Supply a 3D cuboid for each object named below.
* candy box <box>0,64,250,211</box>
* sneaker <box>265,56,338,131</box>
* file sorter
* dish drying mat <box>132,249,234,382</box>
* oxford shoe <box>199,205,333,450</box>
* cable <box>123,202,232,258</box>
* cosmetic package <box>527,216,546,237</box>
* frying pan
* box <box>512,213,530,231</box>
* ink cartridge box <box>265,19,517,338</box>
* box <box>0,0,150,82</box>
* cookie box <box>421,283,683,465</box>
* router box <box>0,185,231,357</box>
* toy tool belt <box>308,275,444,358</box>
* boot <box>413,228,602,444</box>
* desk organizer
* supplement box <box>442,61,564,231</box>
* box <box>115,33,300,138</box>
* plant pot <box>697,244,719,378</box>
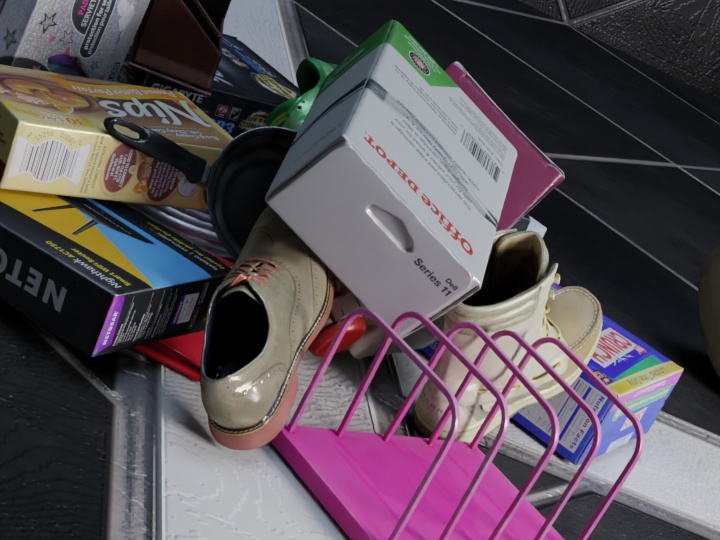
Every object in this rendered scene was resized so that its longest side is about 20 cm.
[{"bbox_3d":[-0.193,-0.097,1.281,0.199,0.056,0.115,6,25,-40],"label":"candy box"},{"bbox_3d":[-0.045,-0.093,1.436,0.083,0.074,0.201,26,48,-17],"label":"sneaker"},{"bbox_3d":[0.072,0.112,1.186,0.199,0.126,0.139,11,26,-43],"label":"file sorter"},{"bbox_3d":[-0.122,0.027,1.297,0.076,0.018,0.200,27,18,-4],"label":"dish drying mat"},{"bbox_3d":[-0.062,0.018,1.173,0.070,0.075,0.201,-2,50,14],"label":"oxford shoe"},{"bbox_3d":[-0.144,-0.082,1.474,0.199,0.070,0.200,30,18,3],"label":"cable"},{"bbox_3d":[0.076,-0.073,1.805,0.199,0.052,0.150,36,23,21],"label":"cosmetic package"},{"bbox_3d":[-0.094,-0.047,1.254,0.188,0.116,0.031,0,-13,-26],"label":"frying pan"},{"bbox_3d":[0.050,-0.081,1.655,0.198,0.079,0.142,14,36,-12],"label":"box"},{"bbox_3d":[0.027,-0.068,1.257,0.147,0.083,0.200,46,29,-14],"label":"ink cartridge box"},{"bbox_3d":[-0.263,-0.181,1.353,0.132,0.201,0.114,39,23,32],"label":"box"},{"bbox_3d":[0.155,0.068,1.502,0.199,0.076,0.171,36,20,21],"label":"cookie box"},{"bbox_3d":[-0.205,-0.016,1.209,0.199,0.051,0.149,29,19,22],"label":"router box"},{"bbox_3d":[0.000,0.000,1.360,0.199,0.125,0.124,-3,61,-56],"label":"toy tool belt"},{"bbox_3d":[0.126,0.030,1.328,0.072,0.156,0.199,37,49,28],"label":"boot"},{"bbox_3d":[-0.142,-0.219,1.463,0.071,0.078,0.200,20,19,-11],"label":"desk organizer"},{"bbox_3d":[0.080,-0.090,1.475,0.131,0.103,0.200,46,0,-3],"label":"supplement box"},{"bbox_3d":[-0.150,-0.172,1.529,0.197,0.050,0.200,14,20,-38],"label":"box"},{"bbox_3d":[0.431,0.073,1.765,0.199,0.201,0.135,25,54,-9],"label":"plant pot"}]
